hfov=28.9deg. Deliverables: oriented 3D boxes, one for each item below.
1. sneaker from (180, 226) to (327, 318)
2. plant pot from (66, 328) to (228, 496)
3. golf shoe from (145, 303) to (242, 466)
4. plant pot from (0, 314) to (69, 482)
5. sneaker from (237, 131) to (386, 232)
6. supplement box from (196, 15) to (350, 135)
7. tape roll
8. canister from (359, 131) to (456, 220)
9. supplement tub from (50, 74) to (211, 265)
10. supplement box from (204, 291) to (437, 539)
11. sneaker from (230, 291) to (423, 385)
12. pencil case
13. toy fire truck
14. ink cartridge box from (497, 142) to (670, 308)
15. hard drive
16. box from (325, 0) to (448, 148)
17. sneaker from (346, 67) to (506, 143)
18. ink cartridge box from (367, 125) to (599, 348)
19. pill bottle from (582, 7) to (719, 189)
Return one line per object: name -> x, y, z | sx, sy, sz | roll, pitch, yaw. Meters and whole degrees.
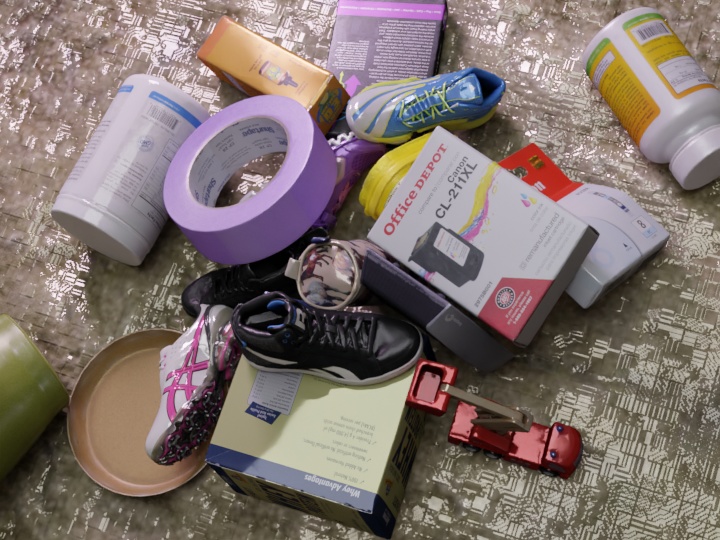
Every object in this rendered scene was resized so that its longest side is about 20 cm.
sneaker -> -0.125, 0.003, 1.637 | 0.197, 0.104, 0.061 | -11, 67, 6
plant pot -> -0.245, 0.167, 1.636 | 0.197, 0.028, 0.203 | -4, 68, 10
golf shoe -> -0.196, 0.129, 1.593 | 0.091, 0.073, 0.201 | 18, 62, 23
plant pot -> -0.445, 0.156, 1.601 | 0.192, 0.201, 0.200 | -38, 66, -18
sneaker -> -0.047, -0.089, 1.679 | 0.199, 0.081, 0.089 | -33, 71, 2
supplement box -> -0.109, -0.241, 1.733 | 0.199, 0.069, 0.067 | 32, 83, 34
tape roll -> -0.128, -0.107, 1.623 | 0.198, 0.066, 0.202 | -16, 48, 18
canister -> 0.117, -0.057, 1.604 | 0.200, 0.087, 0.148 | 43, 44, 21
supplement tub -> -0.274, -0.124, 1.702 | 0.131, 0.132, 0.202 | 23, 74, 18
supplement box -> -0.037, 0.160, 1.540 | 0.197, 0.134, 0.202 | 14, 71, 16
sneaker -> -0.038, 0.067, 1.443 | 0.197, 0.112, 0.074 | -1, 67, 9
pencil case -> 0.000, 0.000, 1.570 | 0.089, 0.199, 0.079 | 28, 104, 22
toy fire truck -> 0.146, 0.161, 1.489 | 0.197, 0.141, 0.049 | 17, 71, 6
ink cartridge box -> 0.232, -0.066, 1.572 | 0.200, 0.047, 0.159 | 46, 45, 14
hard drive -> 0.081, 0.049, 1.507 | 0.134, 0.200, 0.043 | 35, 89, 31
box -> 0.026, -0.250, 1.749 | 0.141, 0.036, 0.203 | 6, 68, 14
sneaker -> 0.083, -0.205, 1.643 | 0.198, 0.105, 0.077 | -13, 80, -26
ink cartridge box -> 0.128, -0.036, 1.480 | 0.199, 0.083, 0.147 | 35, 95, 19
pill bottle -> 0.353, -0.197, 1.624 | 0.110, 0.111, 0.201 | -29, 66, -2
